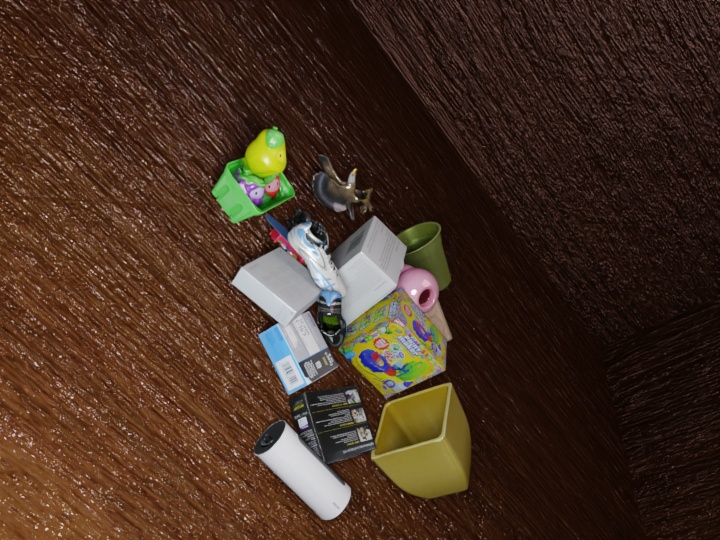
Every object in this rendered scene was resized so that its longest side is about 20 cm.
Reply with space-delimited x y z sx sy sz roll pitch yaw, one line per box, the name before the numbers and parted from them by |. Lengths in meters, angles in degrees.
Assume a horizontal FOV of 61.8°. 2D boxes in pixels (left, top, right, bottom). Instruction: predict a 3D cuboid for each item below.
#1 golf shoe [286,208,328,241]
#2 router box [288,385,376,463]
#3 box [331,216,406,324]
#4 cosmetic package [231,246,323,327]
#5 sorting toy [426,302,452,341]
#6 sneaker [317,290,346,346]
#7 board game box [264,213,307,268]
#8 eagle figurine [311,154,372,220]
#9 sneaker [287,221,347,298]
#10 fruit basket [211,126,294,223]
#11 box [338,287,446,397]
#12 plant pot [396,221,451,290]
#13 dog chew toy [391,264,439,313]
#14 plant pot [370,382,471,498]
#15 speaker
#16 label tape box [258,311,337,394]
golf shoe | -0.114 -0.083 1.532 0.094 0.078 0.200 45 6 -40
router box | -0.056 0.333 1.297 0.199 0.051 0.150 10 57 -56
box | 0.000 0.000 1.554 0.131 0.200 0.199 42 31 -14
cosmetic package | -0.174 0.031 1.335 0.151 0.052 0.200 41 22 4
sorting toy | 0.167 0.138 1.720 0.199 0.036 0.187 -17 85 -42
sneaker | -0.072 0.124 1.394 0.200 0.070 0.083 88 9 -56
board game box | -0.174 -0.054 1.471 0.200 0.039 0.158 46 4 12
eagle figurine | -0.058 -0.252 1.830 0.198 0.152 0.152 18 -5 -11
sneaker | -0.087 -0.020 1.372 0.201 0.072 0.072 55 22 -14
fruit basket | -0.226 -0.226 1.408 0.156 0.215 0.216 55 28 -6
box | 0.085 0.186 1.527 0.200 0.192 0.122 47 30 -21
plant pot | 0.211 -0.027 1.986 0.191 0.198 0.201 60 25 -23
dog chew toy | 0.120 0.039 1.612 0.124 0.125 0.200 36 -2 -37
plant pot | 0.171 0.429 1.446 0.201 0.194 0.195 57 27 -18
speaker | -0.109 0.378 1.136 0.200 0.081 0.081 50 29 -17
label tape box | -0.119 0.171 1.339 0.144 0.066 0.200 61 29 5
